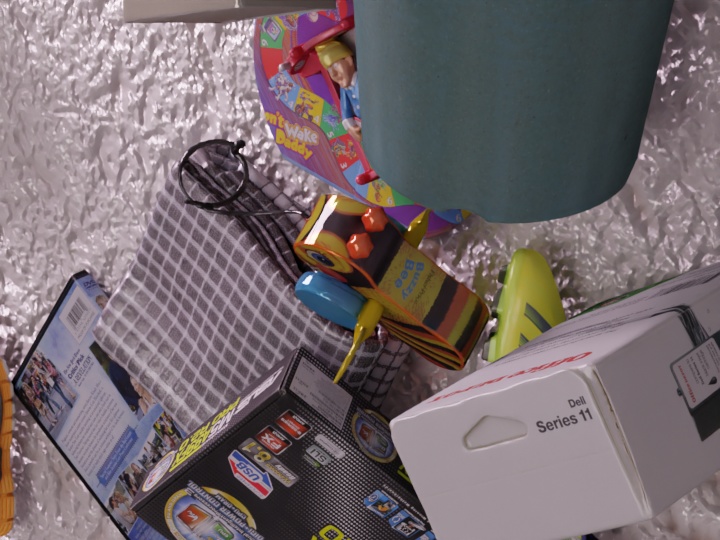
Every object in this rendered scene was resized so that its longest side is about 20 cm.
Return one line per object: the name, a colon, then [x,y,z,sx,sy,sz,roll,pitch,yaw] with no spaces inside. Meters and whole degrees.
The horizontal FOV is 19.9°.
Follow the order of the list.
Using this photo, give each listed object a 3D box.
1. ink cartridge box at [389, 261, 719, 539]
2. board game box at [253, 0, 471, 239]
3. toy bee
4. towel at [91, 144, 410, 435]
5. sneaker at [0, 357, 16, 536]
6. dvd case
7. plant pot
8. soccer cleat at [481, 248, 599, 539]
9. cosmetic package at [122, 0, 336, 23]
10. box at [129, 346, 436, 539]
ink cartridge box: [0.134,0.067,1.056,0.146,0.200,0.083,-21,93,46]
board game box: [-0.004,-0.106,1.224,0.200,0.039,0.159,32,126,30]
toy bee: [0.000,0.000,1.164,0.109,0.199,0.132,-2,78,65]
towel: [-0.072,0.035,1.317,0.200,0.085,0.166,42,130,22]
sneaker: [-0.311,0.123,1.571,0.078,0.077,0.201,29,125,54]
dvd case: [-0.171,0.116,1.489,0.200,0.018,0.143,50,134,14]
plant pot: [0.078,-0.144,1.041,0.200,0.200,0.197,27,132,32]
soccer cleat: [0.114,0.083,1.195,0.083,0.065,0.201,0,105,12]
cosmetic package: [-0.080,-0.245,1.177,0.103,0.087,0.201,1,95,41]
box: [-0.017,0.158,1.271,0.200,0.044,0.160,41,127,-15]
